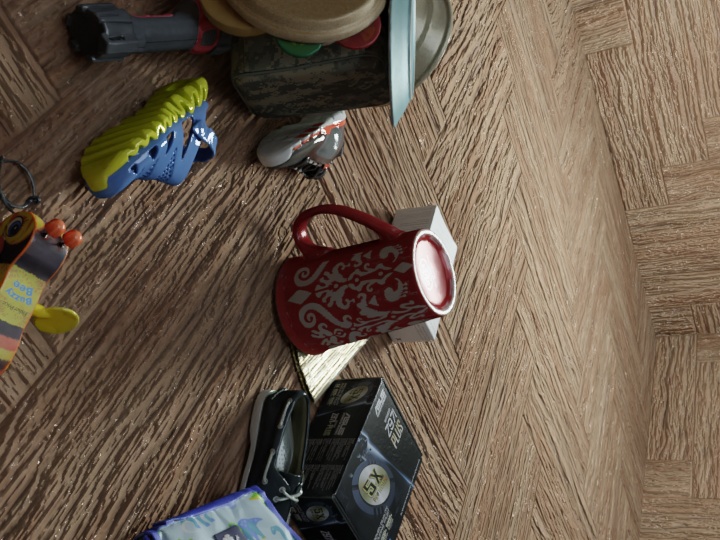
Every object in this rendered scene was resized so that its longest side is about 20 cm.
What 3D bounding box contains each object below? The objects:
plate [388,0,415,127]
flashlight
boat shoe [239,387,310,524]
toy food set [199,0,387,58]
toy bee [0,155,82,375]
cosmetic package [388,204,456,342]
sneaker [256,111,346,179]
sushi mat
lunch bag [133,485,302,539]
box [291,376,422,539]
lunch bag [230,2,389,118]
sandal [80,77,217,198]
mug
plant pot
[{"bbox_3d":[0.052,-0.273,0.954,0.200,0.025,0.203,2,90,-84],"label":"plate"},{"bbox_3d":[-0.213,-0.254,0.832,0.199,0.067,0.069,-27,99,-54],"label":"flashlight"},{"bbox_3d":[-0.096,0.238,0.934,0.075,0.060,0.202,24,64,-57],"label":"boat shoe"},{"bbox_3d":[-0.061,-0.316,0.865,0.049,0.196,0.201,113,-3,-63],"label":"toy food set"},{"bbox_3d":[-0.274,-0.004,0.620,0.130,0.108,0.202,8,77,-58],"label":"toy bee"},{"bbox_3d":[0.088,0.005,1.294,0.113,0.080,0.201,56,38,-42],"label":"cosmetic package"},{"bbox_3d":[-0.065,-0.156,1.065,0.200,0.076,0.083,-43,127,-55],"label":"sneaker"},{"bbox_3d":[-0.037,0.095,1.121,0.200,0.012,0.097,-44,123,-55],"label":"sushi mat"},{"bbox_3d":[-0.132,0.333,0.800,0.169,0.127,0.202,-3,72,-58],"label":"lunch bag"},{"bbox_3d":[-0.005,0.271,1.066,0.165,0.085,0.201,64,35,-30],"label":"box"},{"bbox_3d":[-0.055,-0.291,0.972,0.139,0.198,0.170,50,35,-75],"label":"lunch bag"},{"bbox_3d":[-0.201,-0.123,0.810,0.200,0.079,0.088,-55,134,-48],"label":"sandal"},{"bbox_3d":[-0.002,0.010,1.000,0.178,0.198,0.134,54,38,-31],"label":"mug"},{"bbox_3d":[-0.003,-0.364,1.127,0.183,0.199,0.203,26,61,-43],"label":"plant pot"}]
